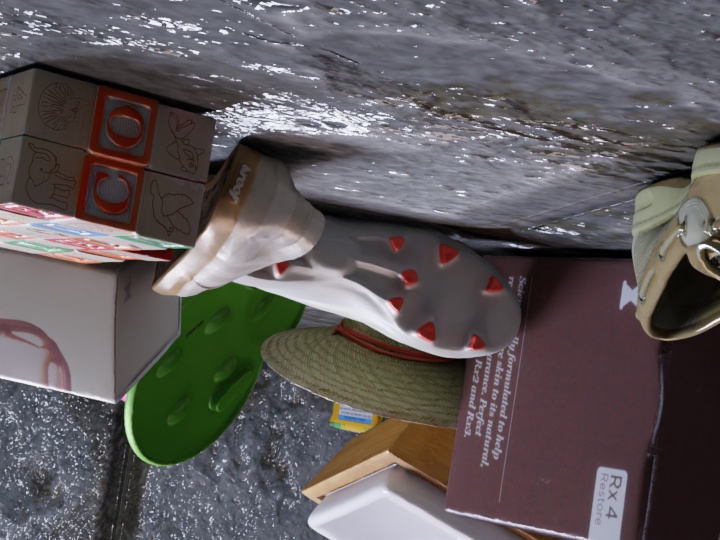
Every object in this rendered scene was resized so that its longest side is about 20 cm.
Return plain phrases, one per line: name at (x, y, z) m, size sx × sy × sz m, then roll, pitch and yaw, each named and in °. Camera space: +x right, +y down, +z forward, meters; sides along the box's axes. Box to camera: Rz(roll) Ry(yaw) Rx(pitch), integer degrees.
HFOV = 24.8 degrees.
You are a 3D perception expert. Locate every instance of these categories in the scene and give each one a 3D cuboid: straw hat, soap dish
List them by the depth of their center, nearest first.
straw hat at (0.031, 0.030, 1.097) m, size 0.199 × 0.086 × 0.201 m, roll 13°, pitch -168°, yaw -3°
soap dish at (0.059, 0.166, 1.155) m, size 0.156 × 0.082 × 0.200 m, roll 30°, pitch 158°, yaw -9°

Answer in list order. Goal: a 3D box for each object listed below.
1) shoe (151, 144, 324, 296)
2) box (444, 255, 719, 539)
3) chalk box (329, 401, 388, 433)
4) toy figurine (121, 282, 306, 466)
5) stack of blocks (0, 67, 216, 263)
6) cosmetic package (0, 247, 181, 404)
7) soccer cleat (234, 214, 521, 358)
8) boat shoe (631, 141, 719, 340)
shoe at (-0.068, -0.018, 0.848) m, size 0.053 × 0.071 × 0.200 m, roll 19°, pitch 170°, yaw -14°
box at (0.186, 0.089, 1.010) m, size 0.199 × 0.168 × 0.163 m, roll 14°, pitch 173°, yaw -38°
chalk box at (0.093, 0.083, 1.311) m, size 0.198 × 0.125 × 0.125 m, roll 11°, pitch 174°, yaw -19°
toy figurine at (-0.169, 0.026, 1.261) m, size 0.183 × 0.200 × 0.151 m, roll 27°, pitch 143°, yaw 30°
stack of blocks at (-0.141, -0.043, 0.775) m, size 0.114 × 0.059 × 0.199 m, roll 12°, pitch 173°, yaw -30°
cosmetic package at (-0.213, 0.001, 0.962) m, size 0.198 × 0.088 × 0.103 m, roll 11°, pitch -155°, yaw 15°
soccer cleat at (0.000, 0.000, 0.976) m, size 0.198 × 0.070 × 0.078 m, roll 17°, pitch 178°, yaw -8°
boat shoe at (0.150, -0.008, 0.638) m, size 0.072 × 0.064 × 0.201 m, roll 10°, pitch 174°, yaw -9°
